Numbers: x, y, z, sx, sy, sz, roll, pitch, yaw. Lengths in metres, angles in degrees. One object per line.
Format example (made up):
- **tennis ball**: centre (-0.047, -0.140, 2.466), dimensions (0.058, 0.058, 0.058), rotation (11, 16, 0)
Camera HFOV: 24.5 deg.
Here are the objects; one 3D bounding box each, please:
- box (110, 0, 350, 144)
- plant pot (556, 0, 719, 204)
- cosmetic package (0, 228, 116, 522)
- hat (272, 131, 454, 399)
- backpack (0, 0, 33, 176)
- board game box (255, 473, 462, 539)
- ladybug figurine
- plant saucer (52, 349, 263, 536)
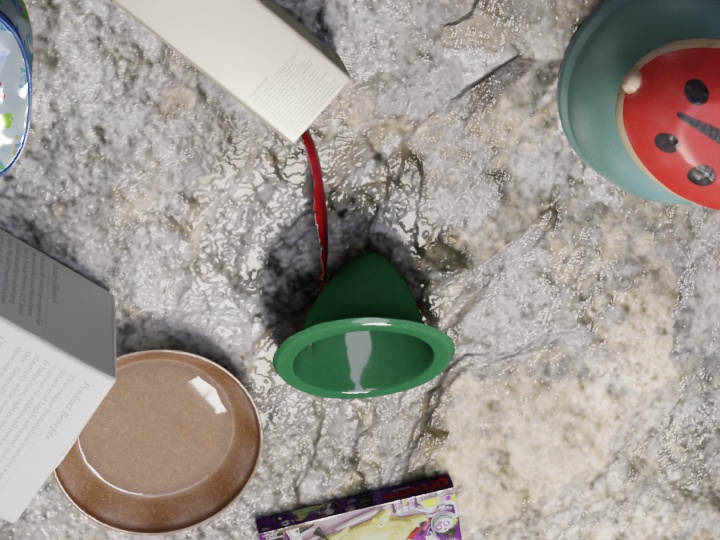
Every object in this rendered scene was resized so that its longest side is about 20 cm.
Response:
- **box**: centre (-0.108, -0.200, 1.372), dimensions (0.200, 0.068, 0.082), rotation (39, 103, -24)
- **plant pot**: centre (0.285, -0.140, 1.439), dimensions (0.198, 0.134, 0.202), rotation (-5, 117, -9)
- **cosmetic package**: centre (-0.333, 0.071, 1.406), dimensions (0.199, 0.167, 0.168), rotation (32, 107, -22)
- **hat**: centre (0.000, 0.000, 1.520), dimensions (0.164, 0.177, 0.200), rotation (3, 153, -14)
- **backpack**: centre (-0.359, -0.147, 1.306), dimensions (0.198, 0.147, 0.184), rotation (2, 118, -15)
- **board game box**: centre (0.004, 0.280, 1.652), dimensions (0.198, 0.032, 0.121), rotation (-13, 122, -4)
- **ladybug figurine**: centre (0.296, -0.111, 1.339), dimensions (0.199, 0.072, 0.136), rotation (19, 111, -19)
- **plant saucer**: centre (-0.191, 0.155, 1.547), dimensions (0.198, 0.037, 0.202), rotation (-5, 117, -9)
